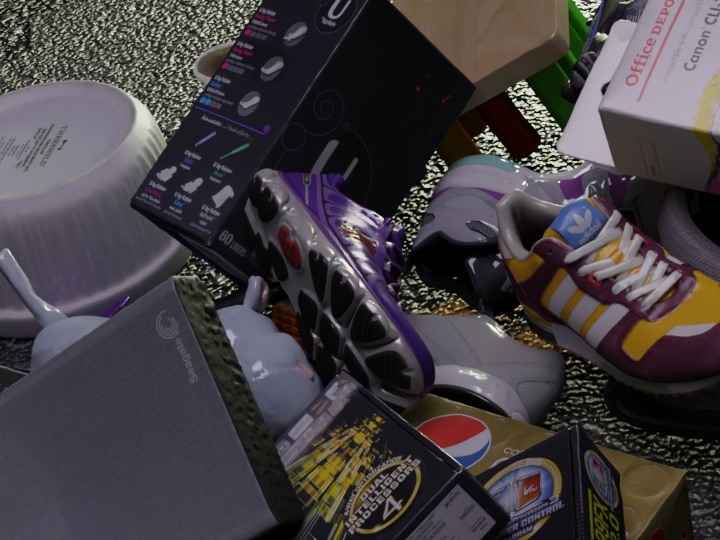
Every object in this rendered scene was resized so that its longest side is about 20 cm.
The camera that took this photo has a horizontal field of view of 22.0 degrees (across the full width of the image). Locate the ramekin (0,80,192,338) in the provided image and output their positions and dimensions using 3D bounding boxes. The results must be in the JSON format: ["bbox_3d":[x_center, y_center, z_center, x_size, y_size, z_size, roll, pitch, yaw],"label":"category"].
[{"bbox_3d":[-0.224,-0.053,1.345,0.199,0.105,0.200,-9,36,7],"label":"ramekin"}]

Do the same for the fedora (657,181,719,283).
[{"bbox_3d":[0.277,-0.005,1.121,0.199,0.091,0.177,16,44,29],"label":"fedora"}]

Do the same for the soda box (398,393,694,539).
[{"bbox_3d":[0.082,0.127,1.028,0.199,0.064,0.068,15,44,34],"label":"soda box"}]

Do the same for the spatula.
[{"bbox_3d":[-0.126,0.029,1.212,0.199,0.021,0.057,-11,23,30],"label":"spatula"}]

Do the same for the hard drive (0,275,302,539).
[{"bbox_3d":[-0.135,0.111,0.979,0.200,0.140,0.033,-33,-17,26],"label":"hard drive"}]

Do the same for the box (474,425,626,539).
[{"bbox_3d":[0.038,0.183,0.913,0.200,0.044,0.160,-30,30,24],"label":"box"}]

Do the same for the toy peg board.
[{"bbox_3d":[0.085,-0.141,1.377,0.199,0.098,0.200,-29,29,23],"label":"toy peg board"}]

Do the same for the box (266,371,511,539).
[{"bbox_3d":[-0.034,0.158,0.944,0.200,0.049,0.161,-47,24,-4],"label":"box"}]

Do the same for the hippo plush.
[{"bbox_3d":[-0.111,0.090,1.112,0.160,0.160,0.200,-6,25,-36],"label":"hippo plush"}]

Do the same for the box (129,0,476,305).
[{"bbox_3d":[-0.037,-0.084,1.239,0.106,0.122,0.200,25,80,48],"label":"box"}]

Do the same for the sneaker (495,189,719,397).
[{"bbox_3d":[0.146,0.007,1.059,0.075,0.090,0.200,-39,29,-22],"label":"sneaker"}]

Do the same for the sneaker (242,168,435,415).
[{"bbox_3d":[0.000,0.000,1.098,0.083,0.081,0.200,-10,45,-23],"label":"sneaker"}]

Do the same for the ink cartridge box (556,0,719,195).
[{"bbox_3d":[0.220,-0.110,1.110,0.199,0.068,0.117,14,63,27],"label":"ink cartridge box"}]

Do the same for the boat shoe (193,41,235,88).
[{"bbox_3d":[-0.061,-0.155,1.404,0.200,0.070,0.071,2,54,55],"label":"boat shoe"}]

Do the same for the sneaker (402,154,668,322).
[{"bbox_3d":[0.119,-0.011,1.206,0.199,0.078,0.140,-1,37,33],"label":"sneaker"}]

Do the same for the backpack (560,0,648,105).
[{"bbox_3d":[0.248,-0.148,1.275,0.182,0.147,0.200,3,50,18],"label":"backpack"}]

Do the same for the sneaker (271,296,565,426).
[{"bbox_3d":[0.036,0.056,1.147,0.200,0.076,0.092,23,41,30],"label":"sneaker"}]

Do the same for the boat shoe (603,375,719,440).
[{"bbox_3d":[0.235,0.071,1.053,0.199,0.076,0.060,-1,35,38],"label":"boat shoe"}]
